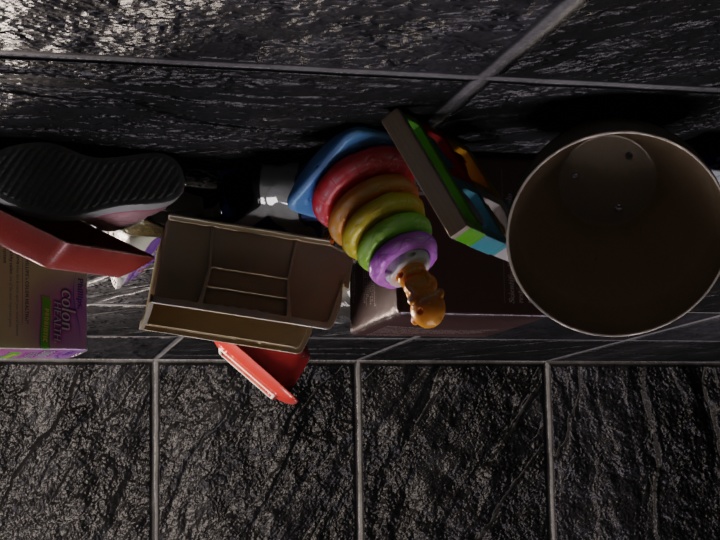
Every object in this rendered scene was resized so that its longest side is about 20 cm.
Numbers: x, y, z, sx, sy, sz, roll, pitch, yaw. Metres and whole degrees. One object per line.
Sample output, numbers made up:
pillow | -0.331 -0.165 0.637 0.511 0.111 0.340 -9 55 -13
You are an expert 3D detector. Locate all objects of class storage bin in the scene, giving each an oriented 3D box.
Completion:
storage bin | -0.123 0.020 1.622 0.197 0.095 0.200 10 168 -9

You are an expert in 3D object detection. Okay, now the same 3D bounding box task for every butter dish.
butter dish | -0.155 0.127 2.705 0.199 0.148 0.200 40 172 1

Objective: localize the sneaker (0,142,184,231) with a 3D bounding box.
sneaker | -0.282 -0.076 1.518 0.199 0.076 0.104 -1 167 -30

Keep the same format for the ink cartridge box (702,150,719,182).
ink cartridge box | 0.382 -0.096 1.591 0.198 0.044 0.196 5 171 -24

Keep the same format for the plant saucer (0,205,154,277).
plant saucer | -0.332 -0.043 1.541 0.198 0.037 0.200 25 -176 17

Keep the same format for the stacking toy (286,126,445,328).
stacking toy | 0.030 -0.027 1.433 0.109 0.201 0.116 12 130 -47

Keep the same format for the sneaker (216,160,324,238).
sneaker | -0.092 -0.073 1.600 0.114 0.081 0.200 4 165 -3

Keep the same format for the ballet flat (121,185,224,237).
ballet flat | -0.171 -0.063 1.677 0.199 0.071 0.071 4 170 -29

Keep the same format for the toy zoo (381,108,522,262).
toy zoo | 0.097 -0.073 1.431 0.020 0.132 0.200 -35 160 17

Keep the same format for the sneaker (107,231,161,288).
sneaker | -0.263 -0.027 1.867 0.083 0.081 0.200 -11 179 -20

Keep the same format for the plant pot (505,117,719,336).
plant pot | 0.232 -0.060 1.425 0.198 0.202 0.135 -2 -153 5

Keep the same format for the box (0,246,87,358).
box | -0.406 0.004 1.698 0.198 0.178 0.097 2 171 -22

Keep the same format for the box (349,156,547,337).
box | 0.088 -0.021 1.626 0.163 0.168 0.200 2 172 -15

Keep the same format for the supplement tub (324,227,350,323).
supplement tub | 0.000 0.000 1.905 0.122 0.124 0.199 6 168 -39
